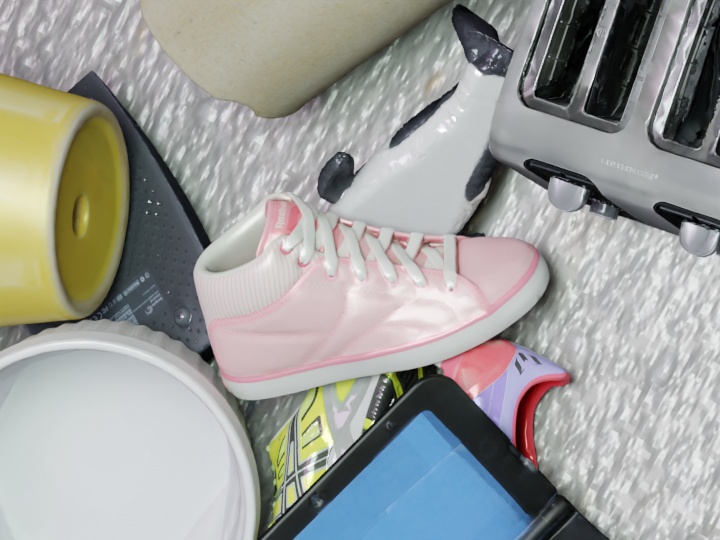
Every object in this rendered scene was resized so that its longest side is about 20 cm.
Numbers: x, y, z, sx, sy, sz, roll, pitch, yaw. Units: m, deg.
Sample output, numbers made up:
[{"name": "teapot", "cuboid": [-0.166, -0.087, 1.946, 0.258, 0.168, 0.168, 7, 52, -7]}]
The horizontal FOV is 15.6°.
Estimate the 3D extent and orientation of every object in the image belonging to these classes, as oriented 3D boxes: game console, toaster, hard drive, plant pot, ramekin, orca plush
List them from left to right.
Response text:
[{"name": "plant pot", "cuboid": [-0.247, -0.042, 1.571, 0.188, 0.201, 0.201, 6, 86, 15]}, {"name": "ramekin", "cuboid": [-0.154, 0.122, 1.545, 0.200, 0.105, 0.201, 1, 104, 3]}, {"name": "hard drive", "cuboid": [-0.157, -0.009, 1.640, 0.135, 0.042, 0.200, -39, 66, 19]}, {"name": "plant pot", "cuboid": [-0.027, -0.194, 1.524, 0.183, 0.200, 0.201, -42, 65, 31]}, {"name": "orca plush", "cuboid": [0.032, -0.070, 1.523, 0.105, 0.071, 0.200, 13, 124, -6]}, {"name": "game console", "cuboid": [0.043, 0.191, 1.410, 0.200, 0.116, 0.176, -45, 48, -4]}, {"name": "toaster", "cuboid": [0.189, -0.110, 1.417, 0.181, 0.119, 0.200, 21, 93, 29]}]

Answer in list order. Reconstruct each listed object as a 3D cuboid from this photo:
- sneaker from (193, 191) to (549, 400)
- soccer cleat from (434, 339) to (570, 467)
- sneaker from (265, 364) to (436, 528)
[{"name": "sneaker", "cuboid": [0.000, 0.000, 1.483, 0.200, 0.075, 0.105, -16, 120, 11]}, {"name": "soccer cleat", "cuboid": [0.062, 0.137, 1.487, 0.076, 0.067, 0.200, 13, 89, 19]}, {"name": "sneaker", "cuboid": [-0.020, 0.133, 1.533, 0.076, 0.075, 0.200, 16, 81, 37]}]
